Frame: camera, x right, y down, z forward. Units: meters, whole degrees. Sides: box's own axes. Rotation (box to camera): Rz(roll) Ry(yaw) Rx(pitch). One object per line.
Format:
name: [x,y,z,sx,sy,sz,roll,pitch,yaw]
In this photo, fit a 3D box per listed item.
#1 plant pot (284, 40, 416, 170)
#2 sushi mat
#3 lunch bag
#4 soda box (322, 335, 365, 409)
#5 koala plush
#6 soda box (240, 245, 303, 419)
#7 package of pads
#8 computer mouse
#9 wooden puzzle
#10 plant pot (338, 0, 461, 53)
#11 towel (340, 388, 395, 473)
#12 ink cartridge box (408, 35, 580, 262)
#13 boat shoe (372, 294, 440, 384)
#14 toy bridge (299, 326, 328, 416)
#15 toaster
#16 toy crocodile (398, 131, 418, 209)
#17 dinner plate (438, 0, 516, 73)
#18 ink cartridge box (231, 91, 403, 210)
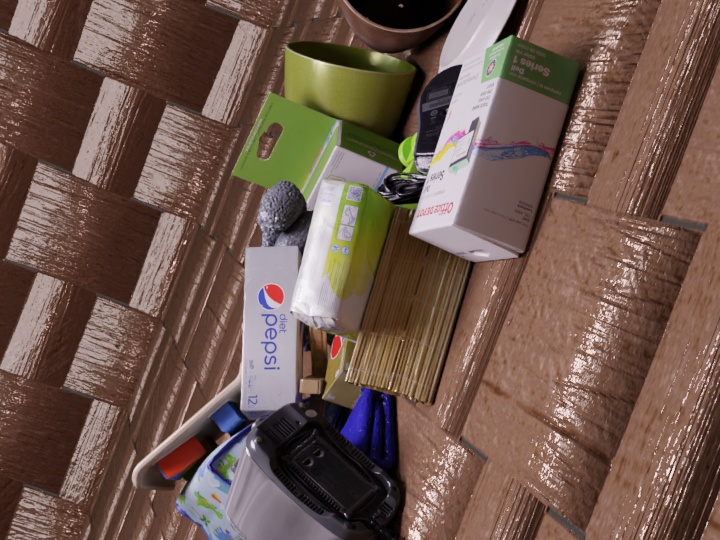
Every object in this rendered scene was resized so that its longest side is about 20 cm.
plant pot: [-0.030,-0.201,2.127,0.187,0.185,0.202,-114,33,-70]
sushi mat: [0.056,0.035,1.597,0.012,0.095,0.202,84,-158,-76]
lunch bag: [-0.112,0.244,1.886,0.200,0.127,0.170,-44,-2,-34]
soda box: [0.007,0.064,1.800,0.068,0.063,0.202,125,160,-49]
koala plush: [-0.061,0.026,1.932,0.201,0.175,0.185,-86,10,-48]
soda box: [-0.103,0.075,1.812,0.064,0.067,0.202,71,-162,-73]
package of pads: [0.000,0.000,1.650,0.200,0.068,0.156,28,-106,-64]
computer mouse: [0.101,-0.147,1.710,0.137,0.053,0.201,-11,46,29]
wooden puzzle: [-0.185,0.206,1.899,0.200,0.046,0.185,-45,-12,-1]
plant pot: [0.046,-0.380,2.088,0.200,0.185,0.189,111,177,-76]
towel: [-0.023,0.237,1.701,0.148,0.049,0.201,-94,27,-57]
ink cartridge box: [0.133,-0.119,1.536,0.145,0.083,0.202,171,118,-74]
boat shoe: [0.062,0.041,1.648,0.076,0.071,0.202,102,-170,-70]
toy bridge: [-0.054,0.133,1.786,0.067,0.027,0.203,-3,-84,-81]
toaster: [-0.049,0.246,1.579,0.113,0.199,0.130,-36,-20,-48]
toy crocodile: [0.071,-0.111,1.833,0.202,0.061,0.067,-69,13,-18]
dinner plate: [0.140,-0.298,1.835,0.201,0.024,0.201,-56,15,23]
ink cartridge box: [-0.060,-0.129,2.040,0.076,0.198,0.149,-90,25,-54]
